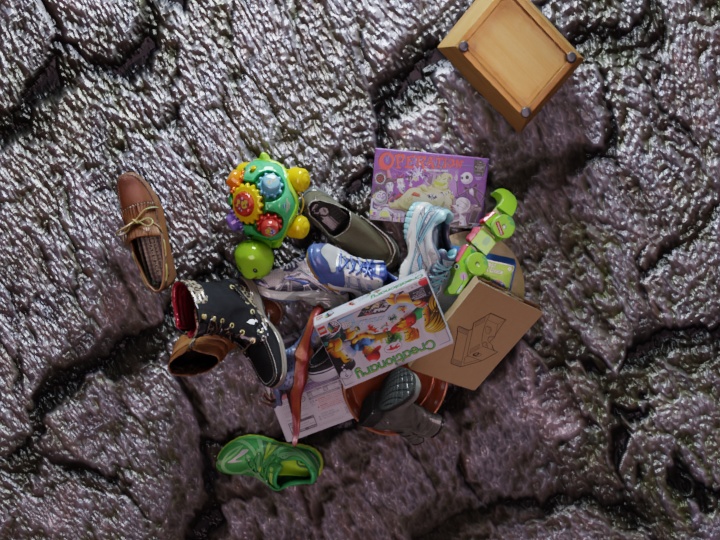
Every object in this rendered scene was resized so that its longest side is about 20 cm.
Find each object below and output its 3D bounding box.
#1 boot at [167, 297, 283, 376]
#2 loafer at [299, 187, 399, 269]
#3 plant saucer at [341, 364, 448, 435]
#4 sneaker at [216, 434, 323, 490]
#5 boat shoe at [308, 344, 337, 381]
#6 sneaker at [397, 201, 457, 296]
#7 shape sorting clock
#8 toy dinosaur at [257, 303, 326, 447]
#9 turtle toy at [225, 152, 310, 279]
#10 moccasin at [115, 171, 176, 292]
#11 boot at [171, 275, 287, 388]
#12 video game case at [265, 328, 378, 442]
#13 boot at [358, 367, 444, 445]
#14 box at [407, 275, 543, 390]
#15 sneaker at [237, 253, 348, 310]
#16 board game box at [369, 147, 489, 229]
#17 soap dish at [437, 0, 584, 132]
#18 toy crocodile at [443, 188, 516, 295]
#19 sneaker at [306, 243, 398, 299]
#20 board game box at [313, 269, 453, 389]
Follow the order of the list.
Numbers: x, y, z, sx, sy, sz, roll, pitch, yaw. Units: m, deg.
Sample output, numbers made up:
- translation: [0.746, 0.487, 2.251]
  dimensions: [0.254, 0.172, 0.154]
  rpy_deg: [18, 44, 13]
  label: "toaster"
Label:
- translation: [-0.228, 0.112, 1.281]
  dimensions: [0.194, 0.155, 0.079]
  rpy_deg: [-14, 102, 3]
  label: "boot"
- translation: [-0.021, -0.063, 1.288]
  dimensions: [0.197, 0.070, 0.076]
  rpy_deg: [32, 100, -6]
  label: "loafer"
- translation: [0.061, 0.190, 1.345]
  dimensions: [0.194, 0.032, 0.207]
  rpy_deg: [-3, 101, -13]
  label: "plant saucer"
- translation: [-0.164, 0.346, 1.367]
  dimensions: [0.194, 0.084, 0.076]
  rpy_deg: [3, 103, 0]
  label: "sneaker"
- translation: [-0.028, 0.113, 1.280]
  dimensions: [0.197, 0.075, 0.068]
  rpy_deg: [-34, 125, 24]
  label: "boat shoe"
- translation: [0.113, -0.008, 1.245]
  dimensions: [0.085, 0.077, 0.207]
  rpy_deg: [7, 100, 42]
  label: "sneaker"
- translation: [0.190, 0.034, 1.324]
  dimensions: [0.194, 0.039, 0.206]
  rpy_deg: [-1, 99, -3]
  label: "shape sorting clock"
- translation: [-0.095, 0.153, 1.278]
  dimensions: [0.202, 0.104, 0.182]
  rpy_deg: [53, 126, 14]
  label: "toy dinosaur"
- translation: [-0.163, -0.089, 1.241]
  dimensions: [0.142, 0.100, 0.206]
  rpy_deg: [9, 103, 30]
  label: "turtle toy"
- translation: [-0.368, -0.063, 1.283]
  dimensions: [0.071, 0.078, 0.207]
  rpy_deg: [-8, 102, 2]
  label: "moccasin"
- translation: [-0.204, 0.094, 1.181]
  dimensions: [0.073, 0.149, 0.204]
  rpy_deg: [-39, 63, 32]
  label: "boot"
- translation: [-0.074, 0.192, 1.367]
  dimensions: [0.195, 0.023, 0.187]
  rpy_deg: [-20, 101, 5]
  label: "video game case"
- translation: [0.088, 0.229, 1.262]
  dimensions: [0.128, 0.200, 0.069]
  rpy_deg: [21, 58, -14]
  label: "boot"
- translation: [0.195, 0.112, 1.292]
  dimensions: [0.161, 0.021, 0.202]
  rpy_deg: [22, 118, -30]
  label: "box"
- translation: [-0.112, 0.011, 1.311]
  dimensions: [0.194, 0.077, 0.088]
  rpy_deg: [9, 92, -10]
  label: "sneaker"
- translation: [0.116, -0.139, 1.295]
  dimensions: [0.194, 0.032, 0.124]
  rpy_deg: [4, 98, -1]
  label: "board game box"
- translation: [0.245, -0.350, 1.223]
  dimensions: [0.199, 0.081, 0.158]
  rpy_deg: [42, 99, -9]
  label: "soap dish"
- translation: [0.198, -0.044, 1.263]
  dimensions: [0.061, 0.068, 0.202]
  rpy_deg: [36, 85, -2]
  label: "toy crocodile"
- translation: [0.000, 0.000, 1.263]
  dimensions: [0.198, 0.077, 0.087]
  rpy_deg: [29, 140, -35]
  label: "sneaker"
- translation: [0.037, 0.096, 1.221]
  dimensions: [0.196, 0.035, 0.128]
  rpy_deg: [-24, 112, 7]
  label: "board game box"
